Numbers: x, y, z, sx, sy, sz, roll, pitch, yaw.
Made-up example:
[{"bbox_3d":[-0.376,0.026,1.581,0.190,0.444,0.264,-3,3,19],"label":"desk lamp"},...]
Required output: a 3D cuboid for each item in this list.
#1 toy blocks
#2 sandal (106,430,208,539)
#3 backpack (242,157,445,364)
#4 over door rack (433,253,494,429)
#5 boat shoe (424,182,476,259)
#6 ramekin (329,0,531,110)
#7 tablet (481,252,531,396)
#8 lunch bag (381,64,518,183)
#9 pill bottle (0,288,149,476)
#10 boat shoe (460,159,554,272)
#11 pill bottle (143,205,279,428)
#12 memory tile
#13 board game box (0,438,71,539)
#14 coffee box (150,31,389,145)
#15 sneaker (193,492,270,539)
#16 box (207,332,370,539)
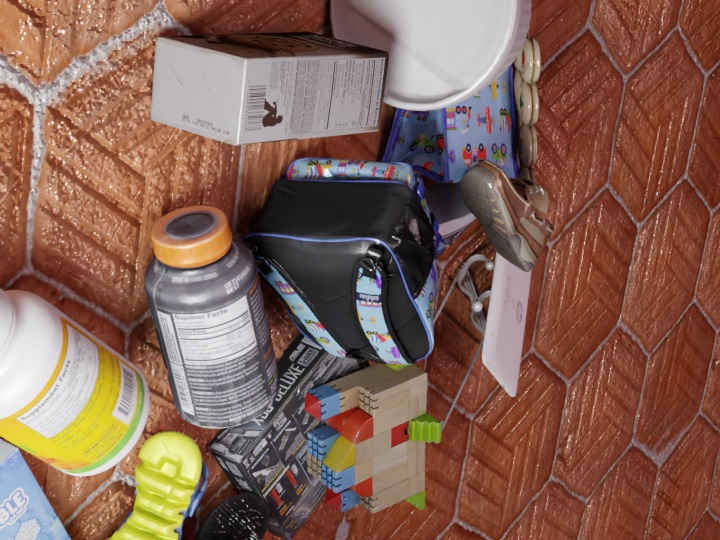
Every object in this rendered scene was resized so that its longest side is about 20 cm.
[{"bbox_3d":[0.003,0.187,1.500,0.137,0.100,0.200,-19,122,-34],"label":"toy blocks"},{"bbox_3d":[-0.197,0.248,1.355,0.200,0.079,0.087,-64,173,5],"label":"sandal"},{"bbox_3d":[0.000,0.000,1.405,0.200,0.182,0.135,62,41,-42],"label":"backpack"},{"bbox_3d":[0.123,0.100,1.709,0.200,0.067,0.148,-50,138,-27],"label":"over door rack"},{"bbox_3d":[0.065,-0.032,1.566,0.200,0.070,0.066,-36,143,-28],"label":"boat shoe"},{"bbox_3d":[0.077,-0.260,1.387,0.094,0.202,0.203,-15,118,-62],"label":"ramekin"},{"bbox_3d":[0.186,0.043,1.734,0.130,0.014,0.200,49,47,-56],"label":"tablet"},{"bbox_3d":[0.111,-0.201,1.544,0.150,0.094,0.201,-5,104,-53],"label":"lunch bag"},{"bbox_3d":[-0.272,0.084,1.149,0.111,0.111,0.200,-61,143,-14],"label":"pill bottle"},{"bbox_3d":[0.166,-0.072,1.531,0.072,0.076,0.200,-47,151,-6],"label":"boat shoe"},{"bbox_3d":[-0.141,0.040,1.304,0.106,0.106,0.200,-37,132,-37],"label":"pill bottle"},{"bbox_3d":[0.182,-0.185,1.616,0.017,0.153,0.200,-4,114,-5],"label":"memory tile"},{"bbox_3d":[-0.340,0.279,1.205,0.200,0.043,0.199,-46,137,-30],"label":"board game box"},{"bbox_3d":[-0.080,-0.171,1.283,0.200,0.113,0.080,-13,116,-50],"label":"coffee box"},{"bbox_3d":[-0.173,0.312,1.413,0.104,0.060,0.200,-43,-174,45],"label":"sneaker"},{"bbox_3d":[-0.060,0.169,1.515,0.200,0.050,0.158,-51,140,-24],"label":"box"}]
